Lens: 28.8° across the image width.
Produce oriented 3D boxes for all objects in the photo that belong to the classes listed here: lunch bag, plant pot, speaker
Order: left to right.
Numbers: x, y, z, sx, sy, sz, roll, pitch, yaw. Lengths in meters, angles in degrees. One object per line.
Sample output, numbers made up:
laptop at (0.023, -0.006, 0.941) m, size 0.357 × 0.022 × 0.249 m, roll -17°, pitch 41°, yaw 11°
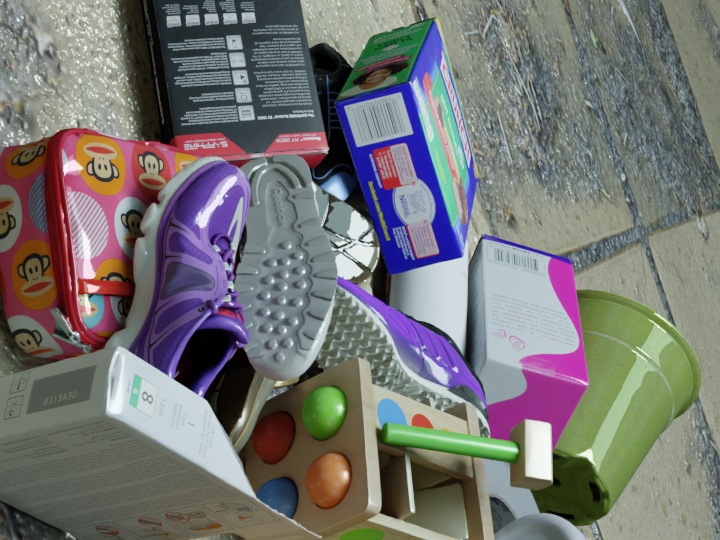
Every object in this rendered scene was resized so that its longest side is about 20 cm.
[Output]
lunch bag at (-0.162, 0.000, 0.970) m, size 0.200 × 0.082 × 0.176 m, roll 7°, pitch 73°, yaw -59°
speaker at (0.060, 0.053, 1.304) m, size 0.081 × 0.081 × 0.200 m, roll 42°, pitch 41°, yaw -41°
plant pot at (0.229, 0.155, 1.451) m, size 0.200 × 0.200 × 0.190 m, roll 57°, pitch 45°, yaw -24°

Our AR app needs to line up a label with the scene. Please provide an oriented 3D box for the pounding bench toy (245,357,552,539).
pounding bench toy at (0.026, 0.143, 1.050) m, size 0.156 × 0.200 × 0.124 m, roll 27°, pitch 46°, yaw -40°

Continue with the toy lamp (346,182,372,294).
toy lamp at (0.000, 0.000, 1.258) m, size 0.058 × 0.058 × 0.200 m, roll 30°, pitch 49°, yaw -50°

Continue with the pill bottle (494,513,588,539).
pill bottle at (0.190, 0.302, 1.222) m, size 0.200 × 0.109 × 0.109 m, roll 45°, pitch 38°, yaw -38°

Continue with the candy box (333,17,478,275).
candy box at (0.048, -0.117, 1.271) m, size 0.200 × 0.077 × 0.169 m, roll -73°, pitch 148°, yaw -63°

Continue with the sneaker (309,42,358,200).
sneaker at (-0.039, -0.128, 1.258) m, size 0.078 × 0.070 × 0.200 m, roll 52°, pitch 28°, yaw -28°

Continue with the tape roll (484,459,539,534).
tape roll at (0.101, 0.261, 1.271) m, size 0.200 × 0.066 × 0.200 m, roll 34°, pitch 46°, yaw -46°

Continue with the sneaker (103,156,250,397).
sneaker at (-0.100, 0.020, 0.905) m, size 0.081 × 0.083 × 0.200 m, roll 43°, pitch 52°, yaw -50°

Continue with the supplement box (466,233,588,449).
supplement box at (0.148, 0.070, 1.347) m, size 0.101 × 0.103 × 0.200 m, roll 16°, pitch 33°, yaw -7°

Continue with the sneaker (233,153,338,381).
sneaker at (-0.052, 0.007, 1.023) m, size 0.081 × 0.076 × 0.200 m, roll 85°, pitch 2°, yaw -48°

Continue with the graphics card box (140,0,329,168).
graphics card box at (-0.106, -0.175, 1.123) m, size 0.125 × 0.051 × 0.200 m, roll -7°, pitch 77°, yaw -19°

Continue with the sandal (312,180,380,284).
sandal at (-0.068, -0.063, 1.164) m, size 0.200 × 0.055 × 0.082 m, roll 40°, pitch 68°, yaw -13°

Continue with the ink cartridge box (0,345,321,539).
ink cartridge box at (-0.141, 0.120, 0.848) m, size 0.200 × 0.161 × 0.050 m, roll 38°, pitch 47°, yaw -44°

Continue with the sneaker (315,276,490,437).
sneaker at (0.032, 0.068, 1.179) m, size 0.200 × 0.070 × 0.100 m, roll 44°, pitch 29°, yaw -15°

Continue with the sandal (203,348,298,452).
sandal at (-0.075, 0.077, 1.067) m, size 0.054 × 0.080 × 0.200 m, roll 51°, pitch 39°, yaw -27°
